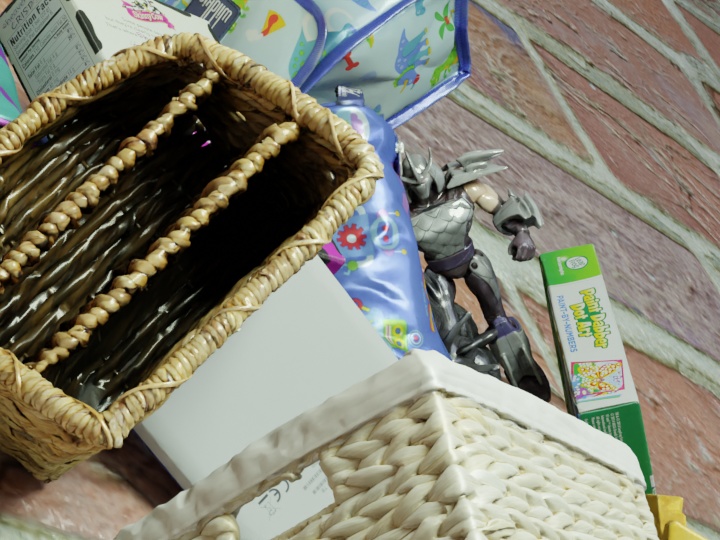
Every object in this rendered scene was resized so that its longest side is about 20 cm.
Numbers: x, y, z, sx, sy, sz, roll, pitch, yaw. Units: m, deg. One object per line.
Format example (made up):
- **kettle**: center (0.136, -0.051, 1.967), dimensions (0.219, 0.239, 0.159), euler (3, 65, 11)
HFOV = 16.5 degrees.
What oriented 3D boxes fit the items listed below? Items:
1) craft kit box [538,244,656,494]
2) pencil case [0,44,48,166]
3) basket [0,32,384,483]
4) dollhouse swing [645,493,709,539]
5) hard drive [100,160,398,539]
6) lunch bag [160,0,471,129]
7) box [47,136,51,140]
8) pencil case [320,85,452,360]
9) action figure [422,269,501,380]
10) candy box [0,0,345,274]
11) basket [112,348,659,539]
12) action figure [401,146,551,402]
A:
- **craft kit box**: center (0.165, 0.118, 1.652), dimensions (0.198, 0.048, 0.201), euler (-103, 180, -59)
- **pencil case**: center (-0.228, -0.110, 1.313), dimensions (0.093, 0.085, 0.201), euler (72, -7, -50)
- **basket**: center (-0.112, -0.020, 1.150), dimensions (0.143, 0.200, 0.149), euler (48, -21, -4)
- **dollhouse swing**: center (0.227, 0.223, 1.372), dimensions (0.175, 0.183, 0.200), euler (6, -5, -3)
- **hard drive**: center (-0.050, 0.060, 1.276), dimensions (0.200, 0.132, 0.025), euler (52, -23, -19)
- **lunch bag**: center (-0.056, -0.153, 1.541), dimensions (0.170, 0.200, 0.128), euler (42, -25, 31)
- **box**: center (-0.108, -0.004, 1.424), dimensions (0.158, 0.051, 0.200), euler (55, 20, 23)
- **pencil case**: center (0.000, 0.000, 1.422), dimensions (0.078, 0.086, 0.201), euler (96, -19, -69)
- **action figure**: center (0.037, 0.066, 1.511), dimensions (0.119, 0.102, 0.200), euler (55, -4, 3)
- **candy box**: center (-0.108, -0.071, 1.382), dimensions (0.136, 0.061, 0.201), euler (19, 34, -49)
- **basket**: center (0.028, 0.168, 1.143), dimensions (0.200, 0.198, 0.162), euler (25, 40, -51)
- **action figure**: center (0.064, 0.001, 1.636), dimensions (0.070, 0.129, 0.201), euler (-91, 162, -56)
